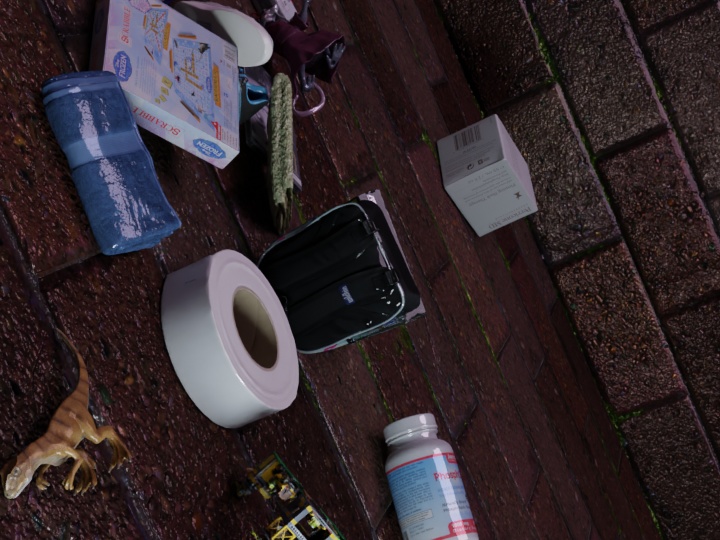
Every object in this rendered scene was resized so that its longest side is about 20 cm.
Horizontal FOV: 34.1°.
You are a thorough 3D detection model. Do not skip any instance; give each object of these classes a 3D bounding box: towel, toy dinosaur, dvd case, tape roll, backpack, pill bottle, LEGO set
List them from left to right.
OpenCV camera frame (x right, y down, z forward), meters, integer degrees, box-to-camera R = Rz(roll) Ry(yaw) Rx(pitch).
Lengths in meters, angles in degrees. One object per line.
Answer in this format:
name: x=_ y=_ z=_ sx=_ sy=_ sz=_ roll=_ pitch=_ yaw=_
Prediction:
toy dinosaur: x=-0.257 y=0.136 z=1.057 sx=0.107 sy=0.060 sz=0.201 roll=57 pitch=21 yaw=-23
towel: x=-0.274 y=-0.120 z=1.287 sx=0.111 sy=0.048 sz=0.203 roll=-20 pitch=89 yaw=-59
tape roll: x=-0.152 y=0.080 z=1.389 sx=0.203 sy=0.070 sz=0.204 roll=53 pitch=25 yaw=-37
dvd case: x=-0.143 y=-0.238 z=1.847 sx=0.149 sy=0.016 sz=0.202 roll=45 pitch=29 yaw=-49
towel: x=-0.116 y=-0.167 z=1.691 sx=0.149 sy=0.036 sz=0.203 roll=106 pitch=-17 yaw=-69
LEGO set: x=-0.083 y=0.316 z=1.313 sx=0.154 sy=0.115 sz=0.201 roll=44 pitch=-10 yaw=51
backpack: x=-0.035 y=0.014 z=1.586 sx=0.179 sy=0.198 sz=0.150 roll=64 pitch=15 yaw=5
pill bottle: x=0.098 y=0.321 z=1.739 sx=0.109 sy=0.108 sz=0.203 roll=25 pitch=46 yaw=-63

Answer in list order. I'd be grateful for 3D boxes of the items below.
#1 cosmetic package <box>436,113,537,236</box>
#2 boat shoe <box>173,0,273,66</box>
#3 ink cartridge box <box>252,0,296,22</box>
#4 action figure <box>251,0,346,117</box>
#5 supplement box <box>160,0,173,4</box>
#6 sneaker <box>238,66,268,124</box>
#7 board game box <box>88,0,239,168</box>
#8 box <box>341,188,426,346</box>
cosmetic package: x=0.305 y=-0.228 z=2.821 sx=0.200 sy=0.166 sz=0.168 roll=48 pitch=25 yaw=-41
boat shoe: x=-0.178 y=-0.330 z=1.618 sx=0.068 sy=0.199 sz=0.073 roll=-21 pitch=120 yaw=-40
ink cartridge box: x=-0.161 y=-0.526 z=2.072 sx=0.164 sy=0.056 sz=0.201 roll=61 pitch=25 yaw=-18
action figure: x=-0.109 y=-0.374 z=1.946 sx=0.200 sy=0.133 sz=0.150 roll=40 pitch=-40 yaw=36
supplement box: x=-0.256 y=-0.454 z=1.648 sx=0.104 sy=0.100 sz=0.201 roll=59 pitch=20 yaw=-20
sneaker: x=-0.203 y=-0.268 z=1.617 sx=0.200 sy=0.081 sz=0.074 roll=32 pitch=41 yaw=-58
board game box: x=-0.241 y=-0.249 z=1.460 sx=0.198 sy=0.041 sz=0.202 roll=28 pitch=40 yaw=-32
box: x=0.000 y=0.000 z=1.729 sx=0.047 sy=0.199 sz=0.196 roll=-18 pitch=85 yaw=-31
